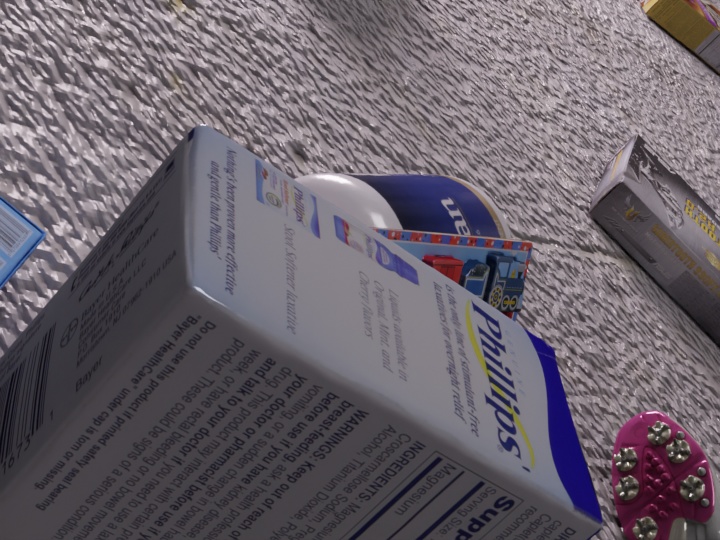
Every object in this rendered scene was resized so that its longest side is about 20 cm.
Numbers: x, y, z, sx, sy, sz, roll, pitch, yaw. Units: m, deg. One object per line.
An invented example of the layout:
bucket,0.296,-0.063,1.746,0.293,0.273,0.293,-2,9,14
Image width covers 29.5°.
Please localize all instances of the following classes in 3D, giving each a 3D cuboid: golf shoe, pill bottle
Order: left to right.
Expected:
pill bottle,0.000,0.000,0.791,0.112,0.111,0.199,55,29,18
golf shoe,0.232,0.190,0.928,0.091,0.075,0.202,37,27,-51

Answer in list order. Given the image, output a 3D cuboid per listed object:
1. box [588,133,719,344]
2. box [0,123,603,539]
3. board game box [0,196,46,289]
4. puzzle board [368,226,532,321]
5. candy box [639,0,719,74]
box,0.318,-0.030,1.353,0.200,0.048,0.159,45,27,-3
box,-0.040,0.078,0.551,0.199,0.184,0.106,32,28,-26
board game box,-0.245,-0.037,0.575,0.200,0.037,0.152,41,27,-11
puzzle board,0.029,0.055,0.739,0.017,0.153,0.199,16,8,36
candy box,0.503,-0.388,2.094,0.199,0.056,0.117,31,30,-30
